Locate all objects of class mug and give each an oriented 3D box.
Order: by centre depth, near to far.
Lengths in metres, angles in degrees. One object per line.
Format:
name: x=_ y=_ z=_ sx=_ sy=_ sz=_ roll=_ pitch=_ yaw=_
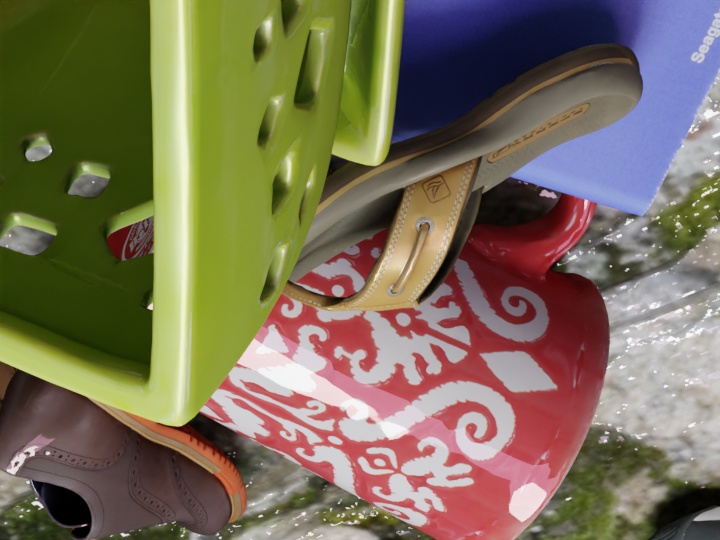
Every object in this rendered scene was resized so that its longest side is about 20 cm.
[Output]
mug: x=-0.005 y=0.003 z=1.027 sx=0.199 sy=0.179 sz=0.133 roll=26 pitch=167 yaw=-20

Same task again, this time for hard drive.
hard drive: x=0.047 y=-0.105 z=0.936 sx=0.199 sy=0.025 sz=0.133 roll=16 pitch=119 yaw=-17

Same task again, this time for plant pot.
plant pot: x=-0.090 y=-0.102 z=0.806 sx=0.198 sy=0.182 sz=0.201 roll=23 pitch=133 yaw=22

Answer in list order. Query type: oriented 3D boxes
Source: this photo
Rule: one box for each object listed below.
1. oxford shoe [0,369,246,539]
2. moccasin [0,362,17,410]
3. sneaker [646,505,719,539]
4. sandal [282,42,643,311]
oxford shoe: x=-0.113 y=0.089 z=1.096 sx=0.071 sy=0.073 sz=0.200 roll=29 pitch=170 yaw=30
moccasin: x=-0.248 y=0.053 z=1.083 sx=0.200 sy=0.078 sz=0.074 roll=13 pitch=135 yaw=-15
sneaker: x=0.222 y=0.188 z=1.229 sx=0.199 sy=0.085 sz=0.074 roll=33 pitch=127 yaw=-31
sandal: x=0.025 y=-0.019 z=0.910 sx=0.199 sy=0.054 sz=0.080 roll=-28 pitch=172 yaw=-4
